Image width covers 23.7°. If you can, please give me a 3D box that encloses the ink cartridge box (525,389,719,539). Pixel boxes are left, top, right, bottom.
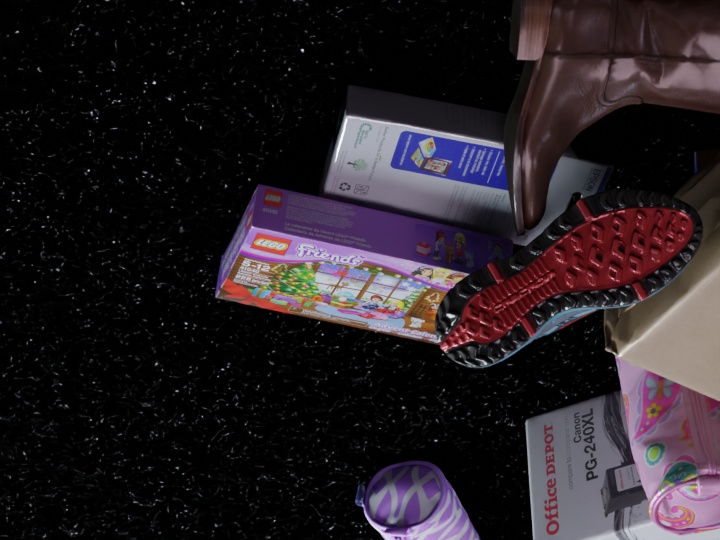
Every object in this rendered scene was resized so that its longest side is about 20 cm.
[{"bbox_3d":[0.243,0.174,1.432,0.199,0.146,0.083,-20,134,22],"label":"ink cartridge box"}]

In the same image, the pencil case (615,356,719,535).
[{"bbox_3d":[0.246,0.102,1.318,0.087,0.201,0.088,-2,141,-1],"label":"pencil case"}]

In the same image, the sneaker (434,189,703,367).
[{"bbox_3d":[0.147,-0.002,1.207,0.199,0.095,0.080,-25,88,18],"label":"sneaker"}]

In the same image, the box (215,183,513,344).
[{"bbox_3d":[0.000,0.000,1.304,0.199,0.039,0.137,12,153,-11],"label":"box"}]

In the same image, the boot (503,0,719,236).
[{"bbox_3d":[0.200,-0.108,1.169,0.199,0.064,0.187,1,117,-3],"label":"boot"}]

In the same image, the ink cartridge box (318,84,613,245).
[{"bbox_3d":[0.075,-0.072,1.255,0.199,0.039,0.100,11,136,-8],"label":"ink cartridge box"}]

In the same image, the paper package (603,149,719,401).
[{"bbox_3d":[0.309,0.010,1.232,0.199,0.104,0.191,23,133,-20],"label":"paper package"}]

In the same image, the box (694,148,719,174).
[{"bbox_3d":[0.327,-0.042,1.279,0.199,0.042,0.119,-3,137,8],"label":"box"}]

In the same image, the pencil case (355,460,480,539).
[{"bbox_3d":[0.068,0.258,1.572,0.084,0.086,0.200,-12,136,17],"label":"pencil case"}]
